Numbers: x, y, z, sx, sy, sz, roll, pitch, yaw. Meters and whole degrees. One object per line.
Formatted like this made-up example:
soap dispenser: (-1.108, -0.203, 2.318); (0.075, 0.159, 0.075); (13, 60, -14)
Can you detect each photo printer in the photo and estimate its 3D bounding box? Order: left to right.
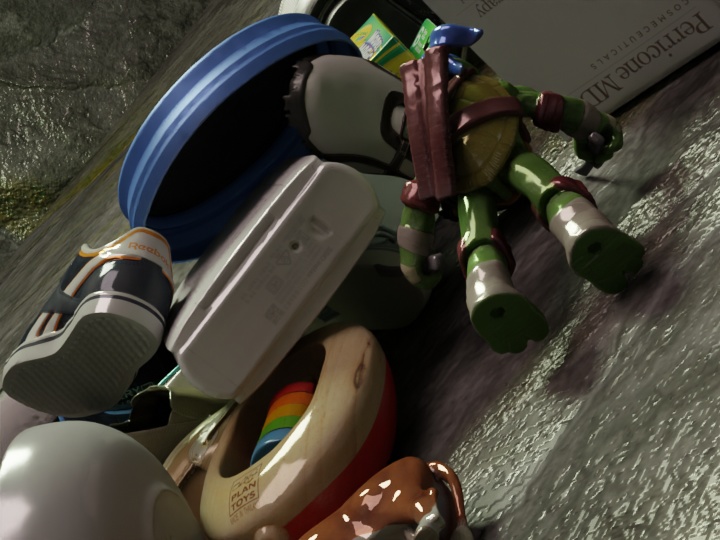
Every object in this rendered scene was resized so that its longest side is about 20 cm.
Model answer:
photo printer: (-0.064, 0.002, 1.168); (0.167, 0.069, 0.200); (-53, 9, -4)

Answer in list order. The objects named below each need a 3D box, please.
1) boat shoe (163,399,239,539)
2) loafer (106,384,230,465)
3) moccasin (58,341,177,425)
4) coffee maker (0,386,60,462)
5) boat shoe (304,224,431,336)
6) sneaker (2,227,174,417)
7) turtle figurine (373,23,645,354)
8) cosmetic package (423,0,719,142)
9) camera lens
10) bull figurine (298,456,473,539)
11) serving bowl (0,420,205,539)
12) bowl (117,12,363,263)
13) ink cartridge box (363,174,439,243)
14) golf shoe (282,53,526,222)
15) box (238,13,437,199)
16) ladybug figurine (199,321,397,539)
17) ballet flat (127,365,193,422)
boat shoe: (-0.073, 0.118, 1.169); (0.200, 0.074, 0.066); (-55, 11, -24)
loafer: (-0.119, 0.107, 1.226); (0.200, 0.069, 0.076); (-28, 17, -33)
moccasin: (-0.140, 0.082, 1.384); (0.200, 0.081, 0.068); (-32, -3, -37)
coffee maker: (-0.288, 0.164, 1.432); (0.200, 0.192, 0.135); (-51, -1, -19)
boat shoe: (0.001, 0.001, 1.265); (0.072, 0.070, 0.201); (-60, 15, -21)
sneaker: (-0.176, 0.037, 1.188); (0.200, 0.078, 0.080); (-33, 36, 51)
turtle figurine: (0.096, -0.032, 1.050); (0.143, 0.201, 0.194); (-9, 41, -11)
cosmetic package: (0.149, -0.235, 1.192); (0.167, 0.200, 0.167); (-34, 20, 43)
camera lens: (0.007, -0.218, 1.624); (0.160, 0.160, 0.200); (-46, 15, 5)
bull figurine: (-0.019, 0.178, 0.892); (0.200, 0.065, 0.121); (-50, 19, 1)
serving bowl: (-0.126, 0.173, 0.990); (0.066, 0.201, 0.200); (-19, 22, 11)
bowl: (-0.083, -0.091, 1.207); (0.200, 0.039, 0.201); (-40, -19, -17)
ink cartridge box: (-0.014, -0.053, 1.415); (0.200, 0.084, 0.145); (-25, 27, 52)
golf shoe: (0.042, -0.094, 1.167); (0.094, 0.200, 0.078); (-2, 72, 49)
box: (-0.018, -0.122, 1.353); (0.200, 0.048, 0.117); (-44, 17, 6)
ladybug figurine: (-0.031, 0.110, 1.068); (0.136, 0.072, 0.200); (-35, 19, 29)
ballet flat: (-0.095, 0.075, 1.327); (0.069, 0.070, 0.200); (-29, 14, 50)
